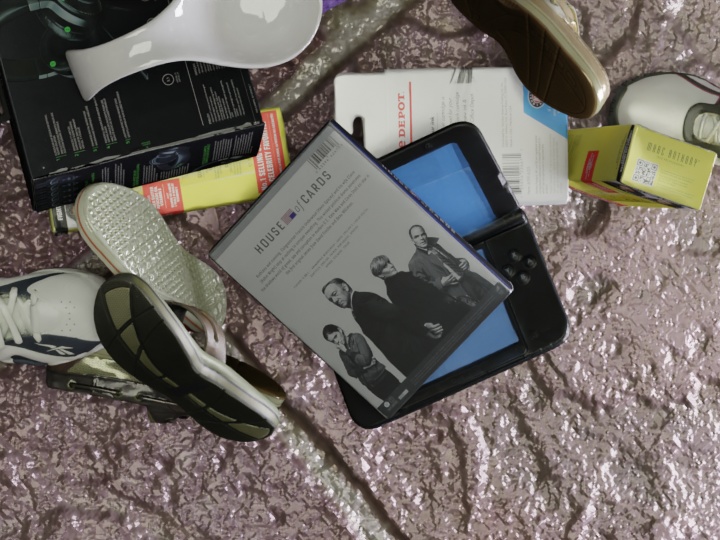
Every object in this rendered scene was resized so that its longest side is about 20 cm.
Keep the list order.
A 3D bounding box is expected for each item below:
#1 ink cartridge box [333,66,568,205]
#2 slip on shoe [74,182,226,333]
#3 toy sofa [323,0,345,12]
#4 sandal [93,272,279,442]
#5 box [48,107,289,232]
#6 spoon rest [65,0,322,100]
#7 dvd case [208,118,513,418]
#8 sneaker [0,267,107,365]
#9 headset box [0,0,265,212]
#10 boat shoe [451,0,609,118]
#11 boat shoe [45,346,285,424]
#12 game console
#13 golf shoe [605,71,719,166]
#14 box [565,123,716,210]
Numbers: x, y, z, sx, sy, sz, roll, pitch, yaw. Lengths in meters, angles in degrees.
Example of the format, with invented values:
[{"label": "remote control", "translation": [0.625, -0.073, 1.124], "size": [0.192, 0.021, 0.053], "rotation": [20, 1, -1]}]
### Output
[{"label": "ink cartridge box", "translation": [0.070, -0.111, 1.759], "size": [0.198, 0.067, 0.117], "rotation": [-2, 94, -11]}, {"label": "slip on shoe", "translation": [-0.175, -0.004, 1.672], "size": [0.061, 0.200, 0.075], "rotation": [-6, 62, 24]}, {"label": "toy sofa", "translation": [-0.017, -0.264, 1.714], "size": [0.199, 0.083, 0.098], "rotation": [-29, 99, -15]}, {"label": "sandal", "translation": [-0.136, 0.063, 1.654], "size": [0.201, 0.079, 0.058], "rotation": [46, 48, -37]}, {"label": "box", "translation": [-0.159, -0.081, 1.717], "size": [0.198, 0.050, 0.076], "rotation": [-9, 92, -10]}, {"label": "spoon rest", "translation": [-0.120, -0.182, 1.576], "size": [0.199, 0.061, 0.100], "rotation": [-25, 99, -12]}, {"label": "dvd case", "translation": [0.000, 0.000, 1.684], "size": [0.200, 0.025, 0.150], "rotation": [43, 104, -7]}, {"label": "sneaker", "translation": [-0.292, 0.039, 1.633], "size": [0.197, 0.130, 0.080], "rotation": [7, 98, 15]}, {"label": "headset box", "translation": [-0.194, -0.156, 1.643], "size": [0.198, 0.093, 0.176], "rotation": [-15, 78, -11]}, {"label": "boat shoe", "translation": [0.148, -0.201, 1.723], "size": [0.065, 0.200, 0.073], "rotation": [-22, 140, -25]}, {"label": "boat shoe", "translation": [-0.162, 0.092, 1.730], "size": [0.198, 0.073, 0.065], "rotation": [17, 100, -7]}, {"label": "game console", "translation": [0.044, 0.008, 1.704], "size": [0.199, 0.116, 0.177], "rotation": [-24, 72, 11]}, {"label": "golf shoe", "translation": [0.310, -0.123, 1.796], "size": [0.198, 0.088, 0.078], "rotation": [12, 93, -10]}, {"label": "box", "translation": [0.219, -0.084, 1.721], "size": [0.075, 0.200, 0.051], "rotation": [18, 90, -12]}]
